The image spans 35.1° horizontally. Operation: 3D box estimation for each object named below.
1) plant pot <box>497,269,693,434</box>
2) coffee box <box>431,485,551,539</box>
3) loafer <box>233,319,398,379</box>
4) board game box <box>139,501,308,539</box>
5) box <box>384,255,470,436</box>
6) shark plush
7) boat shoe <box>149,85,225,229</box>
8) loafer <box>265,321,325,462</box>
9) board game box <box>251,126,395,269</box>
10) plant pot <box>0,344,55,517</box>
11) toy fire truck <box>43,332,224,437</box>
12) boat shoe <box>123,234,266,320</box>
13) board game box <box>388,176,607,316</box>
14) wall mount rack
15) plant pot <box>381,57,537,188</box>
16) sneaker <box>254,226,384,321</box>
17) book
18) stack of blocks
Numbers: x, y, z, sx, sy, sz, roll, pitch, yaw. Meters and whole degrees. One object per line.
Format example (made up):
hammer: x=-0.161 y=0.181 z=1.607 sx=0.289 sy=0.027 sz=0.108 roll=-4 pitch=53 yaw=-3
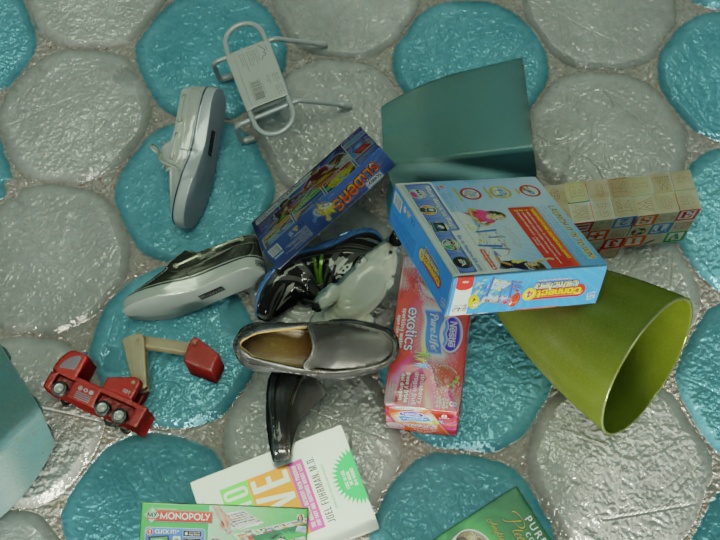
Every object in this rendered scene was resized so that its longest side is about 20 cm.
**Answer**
plant pot: x=0.274 y=0.068 z=1.404 sx=0.199 sy=0.188 sz=0.187 roll=33 pitch=71 yaw=32
coffee box: x=0.135 y=0.359 z=1.338 sx=0.199 sy=0.044 sz=0.123 roll=-32 pitch=68 yaw=-10
loafer: x=-0.053 y=0.094 z=1.342 sx=0.197 sy=0.072 sz=0.074 roll=-3 pitch=87 yaw=1
board game box: x=-0.162 y=0.343 z=1.334 sx=0.197 sy=0.029 sz=0.136 roll=3 pitch=78 yaw=-2
box: x=0.088 y=0.095 z=1.430 sx=0.094 sy=0.100 sz=0.202 roll=6 pitch=65 yaw=6
shark plush: x=0.000 y=0.000 z=1.426 sx=0.090 sy=0.083 sz=0.202 roll=26 pitch=93 yaw=-14
boat shoe: x=-0.249 y=-0.160 z=1.572 sx=0.085 sy=0.075 sz=0.205 roll=8 pitch=83 yaw=17
loafer: x=-0.079 y=0.147 z=1.413 sx=0.071 sy=0.073 sz=0.202 roll=4 pitch=50 yaw=-1
board game box: x=-0.052 y=-0.098 z=1.488 sx=0.200 sy=0.136 sz=0.035 roll=-41 pitch=111 yaw=4
plant pot: x=-0.488 y=0.198 z=1.374 sx=0.199 sy=0.196 sz=0.197 roll=-32 pitch=67 yaw=-20
toy fire truck: x=-0.291 y=0.133 z=1.464 sx=0.198 sy=0.049 sz=0.142 roll=21 pitch=68 yaw=13
boat shoe: x=-0.220 y=0.009 z=1.498 sx=0.198 sy=0.071 sz=0.064 roll=-18 pitch=62 yaw=4
board game box: x=0.157 y=-0.034 z=1.345 sx=0.193 sy=0.056 sz=0.201 roll=-4 pitch=36 yaw=-19
wall mount rack: x=-0.114 y=-0.270 z=1.627 sx=0.172 sy=0.075 sz=0.202 roll=-21 pitch=66 yaw=-2
plant pot: x=0.132 y=-0.176 z=1.532 sx=0.197 sy=0.142 sz=0.143 roll=-7 pitch=65 yaw=8
sneaker: x=-0.049 y=0.012 z=1.492 sx=0.198 sy=0.071 sz=0.083 roll=-26 pitch=60 yaw=-11
book: x=-0.092 y=0.288 z=1.388 sx=0.198 sy=0.048 sz=0.135 roll=-21 pitch=72 yaw=-7
stack of blocks: x=0.326 y=-0.067 z=1.481 sx=0.197 sy=0.115 sz=0.059 roll=-7 pitch=65 yaw=-5
